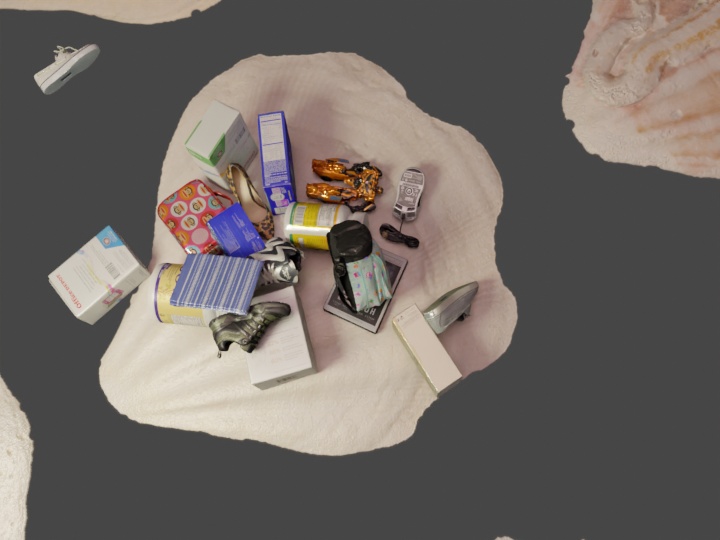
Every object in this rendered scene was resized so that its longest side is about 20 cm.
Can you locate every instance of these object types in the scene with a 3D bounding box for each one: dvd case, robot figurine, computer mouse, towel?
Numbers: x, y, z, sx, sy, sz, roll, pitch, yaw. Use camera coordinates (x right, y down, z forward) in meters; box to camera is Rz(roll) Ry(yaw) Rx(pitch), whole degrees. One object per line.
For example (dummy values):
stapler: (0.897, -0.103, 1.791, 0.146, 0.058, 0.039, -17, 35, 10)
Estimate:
dvd case: (0.013, 0.036, 1.678, 0.148, 0.025, 0.203, 23, 75, 11)
robot figurine: (-0.037, -0.224, 1.743, 0.195, 0.058, 0.148, 9, 75, 8)
computer mouse: (0.121, -0.164, 1.724, 0.107, 0.044, 0.204, 14, 80, 13)
towel: (-0.330, 0.030, 1.548, 0.195, 0.024, 0.147, 6, 58, 12)

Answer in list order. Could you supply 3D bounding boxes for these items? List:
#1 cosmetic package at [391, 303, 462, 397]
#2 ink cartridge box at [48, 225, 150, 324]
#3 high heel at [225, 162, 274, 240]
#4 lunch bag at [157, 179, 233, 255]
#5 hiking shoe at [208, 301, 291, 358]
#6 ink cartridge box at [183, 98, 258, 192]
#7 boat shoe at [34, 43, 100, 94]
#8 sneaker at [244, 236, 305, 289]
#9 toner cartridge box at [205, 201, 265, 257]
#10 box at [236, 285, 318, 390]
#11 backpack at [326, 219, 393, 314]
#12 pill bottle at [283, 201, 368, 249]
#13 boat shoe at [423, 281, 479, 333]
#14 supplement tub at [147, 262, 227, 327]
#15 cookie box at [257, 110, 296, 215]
cosmetic package: (0.154, 0.189, 1.579, 0.072, 0.104, 0.202, -30, 72, -5)
ink cartridge box: (-0.660, 0.013, 1.704, 0.199, 0.085, 0.145, -41, 74, -10)
high heel: (-0.280, -0.172, 1.702, 0.070, 0.143, 0.202, -29, 73, -6)
lunch bag: (-0.405, -0.132, 1.731, 0.175, 0.082, 0.201, -37, 74, -8)
hiking shoe: (-0.244, 0.135, 1.538, 0.196, 0.076, 0.103, -18, 81, 9)
ink cartridge box: (-0.350, -0.313, 1.722, 0.086, 0.200, 0.147, 27, 77, 15)
boat shoe: (-0.839, -0.594, 1.909, 0.201, 0.075, 0.087, -40, 91, -1)
sneaker: (-0.209, 0.006, 1.589, 0.128, 0.081, 0.199, 17, 45, 39)
toner cartridge box: (-0.290, -0.058, 1.670, 0.094, 0.043, 0.202, -34, 98, -18)
box: (-0.200, 0.162, 1.611, 0.149, 0.107, 0.204, -15, 73, 0)
backpack: (0.000, 0.000, 1.577, 0.124, 0.203, 0.168, -15, 33, 3)
pill bottle: (-0.083, -0.109, 1.675, 0.195, 0.113, 0.115, 4, 73, 12)
boat shoe: (0.224, 0.089, 1.596, 0.199, 0.069, 0.073, -30, 97, -43)
supplement tub: (-0.400, 0.061, 1.638, 0.195, 0.146, 0.149, 4, 73, 6)
cookie box: (-0.210, -0.270, 1.714, 0.073, 0.172, 0.205, -7, 71, -1)
